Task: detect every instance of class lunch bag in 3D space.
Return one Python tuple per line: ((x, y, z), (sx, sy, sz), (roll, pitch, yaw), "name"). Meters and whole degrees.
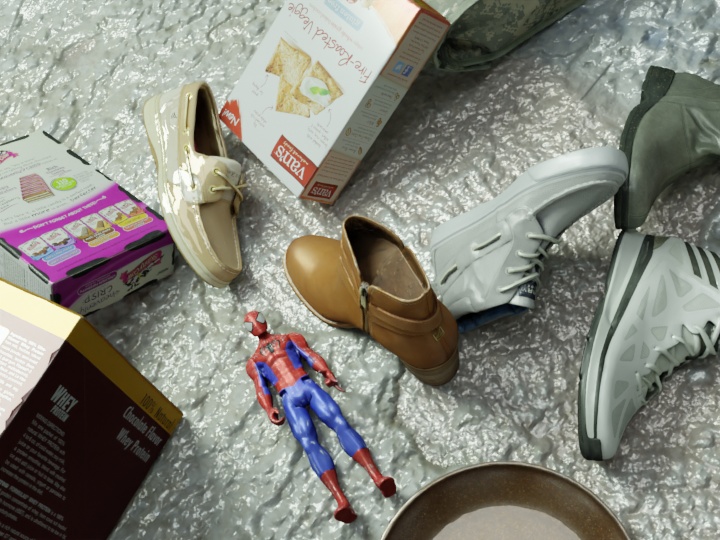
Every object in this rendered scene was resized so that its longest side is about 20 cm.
((0.095, -0.285, 1.001), (0.200, 0.118, 0.164), (-35, 61, -12), "lunch bag")

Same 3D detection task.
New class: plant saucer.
((0.105, 0.239, 0.761), (0.200, 0.037, 0.201), (-5, 62, 10), "plant saucer")

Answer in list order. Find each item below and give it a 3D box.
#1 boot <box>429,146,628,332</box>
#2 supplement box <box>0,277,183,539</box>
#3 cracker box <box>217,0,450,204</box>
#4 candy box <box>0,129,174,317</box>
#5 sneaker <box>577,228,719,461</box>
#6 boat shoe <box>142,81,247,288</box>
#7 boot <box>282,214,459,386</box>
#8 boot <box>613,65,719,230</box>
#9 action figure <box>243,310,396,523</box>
((0.136, -0.016, 0.833), (0.200, 0.073, 0.096), (-32, 56, 46), "boot")
((-0.274, 0.136, 0.812), (0.133, 0.197, 0.200), (21, 69, 24), "supplement box")
((-0.029, -0.179, 0.954), (0.134, 0.058, 0.200), (45, 112, 29), "cracker box")
((-0.285, -0.042, 0.959), (0.200, 0.061, 0.136), (35, 43, 26), "candy box")
((0.236, 0.059, 0.804), (0.115, 0.076, 0.201), (11, 63, 21), "sneaker")
((-0.140, -0.084, 0.953), (0.069, 0.074, 0.200), (-26, 72, 20), "boat shoe")
((0.000, 0.000, 0.846), (0.200, 0.155, 0.074), (34, 74, 27), "boot")
((0.285, -0.102, 0.864), (0.130, 0.068, 0.200), (13, 48, 20), "boot")
((-0.045, 0.108, 0.863), (0.065, 0.052, 0.200), (-35, 58, -3), "action figure")
